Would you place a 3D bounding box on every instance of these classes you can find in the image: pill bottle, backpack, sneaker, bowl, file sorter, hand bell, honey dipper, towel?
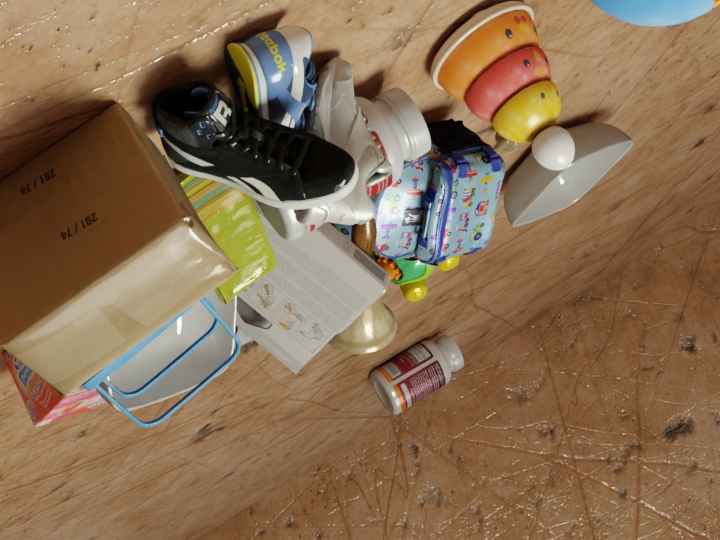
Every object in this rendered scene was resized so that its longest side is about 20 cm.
[{"bbox_3d":[0.131,0.231,2.716,0.199,0.113,0.113,-29,163,-16],"label":"pill bottle"},{"bbox_3d":[0.068,-0.095,1.561,0.199,0.134,0.184,-11,127,-36],"label":"backpack"},{"bbox_3d":[-0.015,-0.128,1.248,0.099,0.201,0.078,12,153,-17],"label":"sneaker"},{"bbox_3d":[-0.240,0.045,1.397,0.199,0.074,0.201,-20,120,-46],"label":"bowl"},{"bbox_3d":[-0.080,-0.174,1.201,0.082,0.074,0.200,-33,165,-13],"label":"sneaker"},{"bbox_3d":[-0.024,-0.127,1.370,0.199,0.113,0.112,-30,164,-13],"label":"pill bottle"},{"bbox_3d":[-0.105,-0.120,1.115,0.112,0.199,0.073,70,34,-64],"label":"sneaker"},{"bbox_3d":[0.335,-0.170,2.004,0.199,0.075,0.200,-20,158,-41],"label":"bowl"},{"bbox_3d":[-0.230,0.034,1.187,0.139,0.200,0.123,-40,141,-5],"label":"file sorter"},{"bbox_3d":[0.000,0.000,1.522,0.104,0.104,0.201,-26,140,-27],"label":"hand bell"},{"bbox_3d":[0.180,-0.158,1.720,0.200,0.038,0.038,-45,173,-36],"label":"honey dipper"},{"bbox_3d":[-0.151,-0.049,1.360,0.086,0.018,0.201,-34,139,-16],"label":"towel"}]

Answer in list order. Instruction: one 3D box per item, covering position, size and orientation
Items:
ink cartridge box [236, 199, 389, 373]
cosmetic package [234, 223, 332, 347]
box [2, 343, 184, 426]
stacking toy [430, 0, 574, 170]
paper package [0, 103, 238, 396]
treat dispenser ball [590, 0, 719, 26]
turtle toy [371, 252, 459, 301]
[{"bbox_3d":[-0.095,0.006,1.480,0.176,0.200,0.045,-43,-165,26],"label":"ink cartridge box"},{"bbox_3d":[-0.111,0.005,1.590,0.199,0.113,0.081,-26,162,-22],"label":"cosmetic package"},{"bbox_3d":[-0.317,0.103,1.469,0.199,0.103,0.095,-15,161,-47],"label":"box"},{"bbox_3d":[0.190,-0.202,1.417,0.146,0.201,0.146,-31,164,-10],"label":"stacking toy"},{"bbox_3d":[-0.244,-0.022,1.085,0.200,0.191,0.104,-36,142,0],"label":"paper package"},{"bbox_3d":[0.304,-0.350,1.214,0.200,0.201,0.201,-31,164,-10],"label":"treat dispenser ball"},{"bbox_3d":[0.076,-0.059,1.761,0.101,0.146,0.200,12,135,-40],"label":"turtle toy"}]
